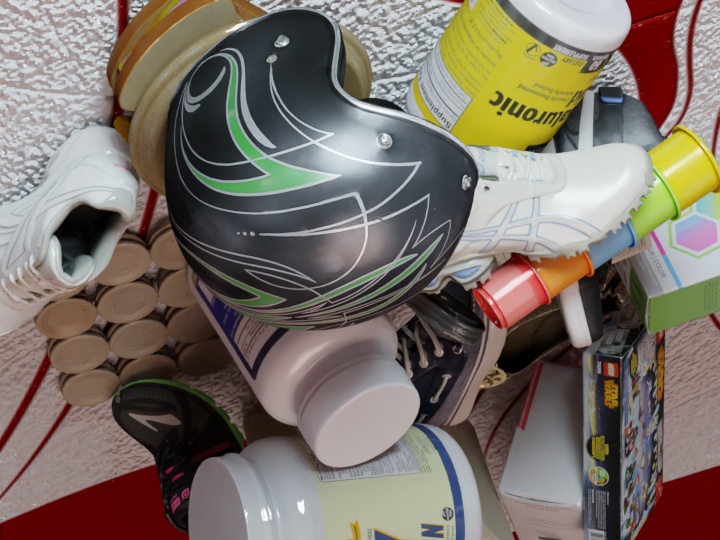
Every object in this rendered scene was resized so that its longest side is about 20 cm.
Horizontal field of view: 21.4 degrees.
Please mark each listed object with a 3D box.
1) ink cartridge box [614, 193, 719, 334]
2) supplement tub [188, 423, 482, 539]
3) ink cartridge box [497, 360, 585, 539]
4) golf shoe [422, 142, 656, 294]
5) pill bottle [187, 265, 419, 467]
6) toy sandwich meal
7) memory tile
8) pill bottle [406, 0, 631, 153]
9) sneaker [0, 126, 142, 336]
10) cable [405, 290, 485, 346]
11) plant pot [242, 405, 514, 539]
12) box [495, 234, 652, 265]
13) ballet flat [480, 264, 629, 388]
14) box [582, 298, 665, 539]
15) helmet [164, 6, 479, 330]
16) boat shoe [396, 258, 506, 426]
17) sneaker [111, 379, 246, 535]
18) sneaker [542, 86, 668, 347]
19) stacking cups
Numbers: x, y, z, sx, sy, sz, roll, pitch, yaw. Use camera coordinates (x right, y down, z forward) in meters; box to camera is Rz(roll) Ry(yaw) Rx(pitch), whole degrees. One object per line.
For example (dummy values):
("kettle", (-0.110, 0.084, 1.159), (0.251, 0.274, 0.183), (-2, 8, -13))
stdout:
("ink cartridge box", (0.319, -0.030, 1.634), (0.199, 0.104, 0.059), (-18, 143, -4))
("supplement tub", (-0.021, 0.199, 1.491), (0.199, 0.145, 0.145), (-3, 139, -27))
("ink cartridge box", (0.204, 0.201, 1.815), (0.084, 0.146, 0.200), (8, 150, 21))
("golf shoe", (0.110, -0.054, 1.350), (0.199, 0.078, 0.097), (-22, 134, 6))
("pill bottle", (-0.041, 0.048, 1.463), (0.119, 0.200, 0.120), (-22, 144, -18))
("toy sandwich meal", (-0.089, -0.127, 1.356), (0.204, 0.070, 0.206), (-18, 145, -13))
("memory tile", (-0.186, 0.036, 1.545), (0.153, 0.017, 0.200), (-16, 143, -8))
("pill bottle", (0.101, -0.137, 1.394), (0.111, 0.112, 0.200), (7, 135, -32))
("sneaker", (-0.231, -0.012, 1.389), (0.078, 0.100, 0.200), (28, 120, -27))
("cable", (0.000, 0.000, 1.434), (0.200, 0.097, 0.050), (35, 100, -19))
("plant pot", (0.000, 0.195, 1.698), (0.199, 0.200, 0.177), (-28, 130, 9))
("box", (0.129, -0.032, 1.560), (0.199, 0.078, 0.095), (-22, 143, 0))
("ballet flat", (0.169, 0.051, 1.708), (0.200, 0.046, 0.067), (-34, 140, 16))
("box", (0.239, 0.140, 1.721), (0.040, 0.137, 0.201), (7, 114, 23))
("helmet", (-0.028, -0.054, 1.256), (0.199, 0.191, 0.200), (-18, 146, -13))
("boat shoe", (0.052, 0.064, 1.514), (0.092, 0.075, 0.200), (-11, 141, -21))
("sneaker", (-0.134, 0.167, 1.572), (0.084, 0.200, 0.077), (-31, 159, -54))
("sneaker", (0.196, -0.047, 1.463), (0.111, 0.201, 0.073), (-9, 171, 4))
("stacking cups", (0.171, -0.029, 1.406), (0.200, 0.061, 0.061), (-34, 143, -6))
